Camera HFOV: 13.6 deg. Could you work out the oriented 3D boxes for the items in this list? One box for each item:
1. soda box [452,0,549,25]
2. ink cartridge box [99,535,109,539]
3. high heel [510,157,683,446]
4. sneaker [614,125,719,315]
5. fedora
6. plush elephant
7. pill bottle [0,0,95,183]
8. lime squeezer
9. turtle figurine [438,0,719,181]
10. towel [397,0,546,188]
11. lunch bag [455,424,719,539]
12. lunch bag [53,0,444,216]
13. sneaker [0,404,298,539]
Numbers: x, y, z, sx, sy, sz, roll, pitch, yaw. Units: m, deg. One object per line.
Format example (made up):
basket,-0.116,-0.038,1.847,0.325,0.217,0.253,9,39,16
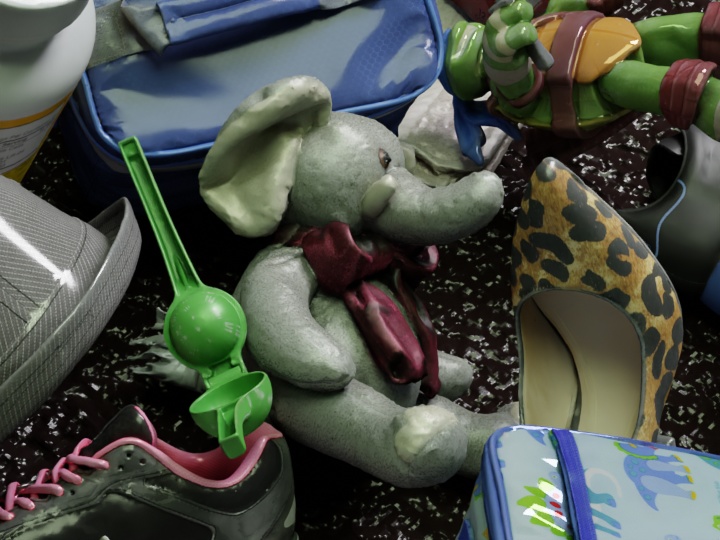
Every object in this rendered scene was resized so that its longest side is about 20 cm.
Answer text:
soda box,0.035,-0.215,1.606,0.070,0.064,0.200,-27,55,-30
ink cartridge box,-0.032,0.196,1.223,0.067,0.117,0.200,-24,56,-26
high heel,0.089,0.064,1.316,0.071,0.201,0.143,1,38,28
sneaker,0.196,-0.064,1.531,0.078,0.070,0.200,30,51,9
fedora,-0.181,0.016,1.295,0.090,0.200,0.177,43,75,-14
plush elephant,0.000,0.000,1.370,0.199,0.156,0.164,18,3,27
pill bottle,-0.183,-0.095,1.338,0.112,0.200,0.113,12,56,-19
lime squeezer,-0.070,0.029,1.283,0.038,0.071,0.200,-35,42,13
turtle figurine,0.122,-0.133,1.436,0.193,0.201,0.144,12,6,21
towel,0.035,-0.118,1.579,0.132,0.035,0.200,23,48,11
lunch bag,0.116,0.150,1.210,0.160,0.083,0.200,12,32,-10
lunch bag,-0.067,-0.115,1.438,0.199,0.132,0.137,-15,79,-14
sneaker,-0.117,0.103,1.299,0.199,0.096,0.079,-3,19,-17
